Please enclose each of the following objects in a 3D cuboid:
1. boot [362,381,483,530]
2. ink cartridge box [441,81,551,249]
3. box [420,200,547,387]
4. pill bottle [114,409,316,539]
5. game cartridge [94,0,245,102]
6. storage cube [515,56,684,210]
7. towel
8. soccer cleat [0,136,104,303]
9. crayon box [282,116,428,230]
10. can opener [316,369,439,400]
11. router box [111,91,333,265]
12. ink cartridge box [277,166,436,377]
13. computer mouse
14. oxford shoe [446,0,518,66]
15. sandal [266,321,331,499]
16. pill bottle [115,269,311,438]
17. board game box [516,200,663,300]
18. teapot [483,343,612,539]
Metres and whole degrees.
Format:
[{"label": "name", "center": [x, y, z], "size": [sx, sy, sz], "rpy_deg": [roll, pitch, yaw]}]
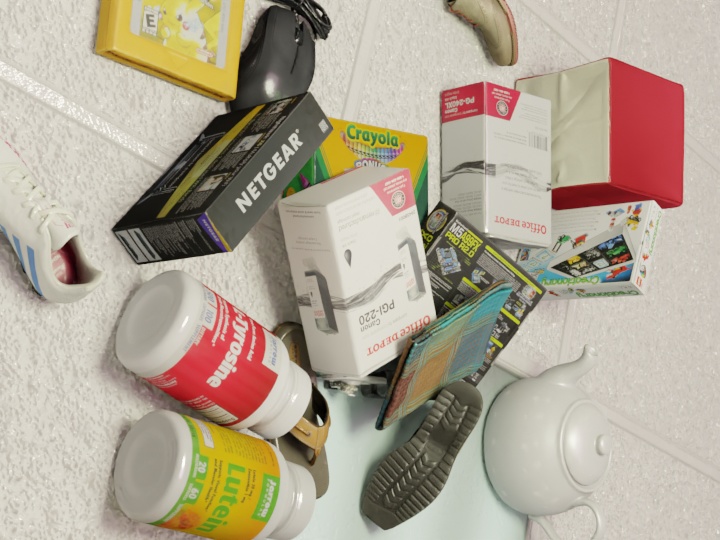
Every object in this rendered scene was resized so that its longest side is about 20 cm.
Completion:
[{"label": "boot", "center": [0.087, 0.230, 1.629], "size": [0.200, 0.077, 0.138], "rpy_deg": [-49, 169, -1]}, {"label": "ink cartridge box", "center": [0.180, -0.133, 1.753], "size": [0.144, 0.083, 0.202], "rpy_deg": [8, 80, -45]}, {"label": "box", "center": [0.121, 0.033, 1.651], "size": [0.200, 0.044, 0.161], "rpy_deg": [36, 90, -37]}, {"label": "pill bottle", "center": [-0.143, 0.219, 1.361], "size": [0.199, 0.110, 0.112], "rpy_deg": [24, 69, -42]}, {"label": "game cartridge", "center": [-0.195, -0.302, 1.424], "size": [0.175, 0.032, 0.202], "rpy_deg": [16, 75, -44]}, {"label": "storage cube", "center": [0.332, -0.182, 1.854], "size": [0.179, 0.170, 0.202], "rpy_deg": [9, 80, -43]}, {"label": "towel", "center": [0.100, 0.099, 1.560], "size": [0.199, 0.022, 0.148], "rpy_deg": [-29, 146, -46]}, {"label": "soccer cleat", "center": [-0.307, -0.058, 1.241], "size": [0.070, 0.086, 0.201], "rpy_deg": [-49, 119, -37]}, {"label": "crayon box", "center": [-0.004, -0.111, 1.578], "size": [0.199, 0.058, 0.120], "rpy_deg": [4, 84, -46]}, {"label": "can opener", "center": [0.027, 0.125, 1.588], "size": [0.199, 0.052, 0.067], "rpy_deg": [16, 75, -44]}, {"label": "router box", "center": [-0.141, -0.095, 1.367], "size": [0.052, 0.156, 0.200], "rpy_deg": [56, 51, -25]}, {"label": "ink cartridge box", "center": [0.000, 0.000, 1.482], "size": [0.145, 0.084, 0.202], "rpy_deg": [-27, 114, -42]}, {"label": "computer mouse", "center": [-0.090, -0.246, 1.510], "size": [0.138, 0.052, 0.202], "rpy_deg": [35, 62, -39]}, {"label": "oxford shoe", "center": [0.150, -0.355, 1.776], "size": [0.074, 0.070, 0.201], "rpy_deg": [-32, 112, -15]}, {"label": "sandal", "center": [-0.061, 0.157, 1.492], "size": [0.081, 0.054, 0.202], "rpy_deg": [2, 84, -45]}, {"label": "pill bottle", "center": [-0.146, 0.094, 1.372], "size": [0.200, 0.112, 0.113], "rpy_deg": [38, 60, -37]}, {"label": "board game box", "center": [0.300, -0.024, 1.782], "size": [0.035, 0.199, 0.127], "rpy_deg": [38, 61, -39]}, {"label": "teapot", "center": [0.267, 0.236, 1.758], "size": [0.198, 0.145, 0.201], "rpy_deg": [-53, 122, -35]}]
